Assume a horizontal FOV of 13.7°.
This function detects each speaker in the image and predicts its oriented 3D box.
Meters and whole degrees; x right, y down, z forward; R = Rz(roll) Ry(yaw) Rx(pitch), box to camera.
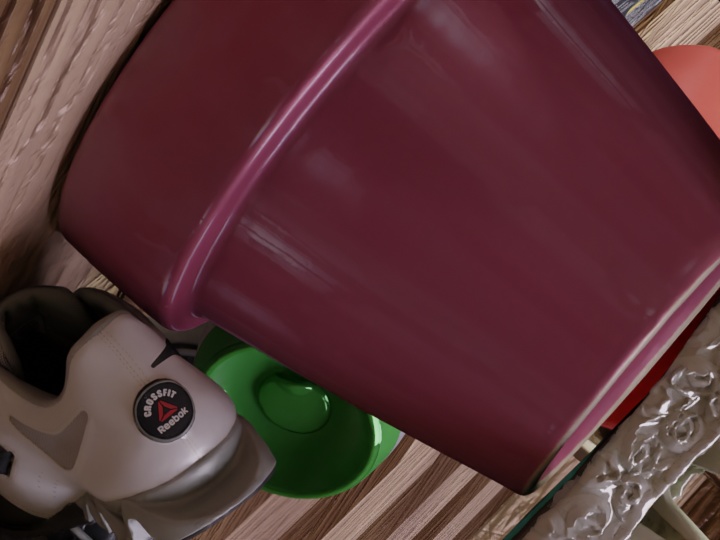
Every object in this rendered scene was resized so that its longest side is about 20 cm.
[{"bbox_3d":[0.000,0.000,1.158,0.089,0.088,0.200,-56,-175,38],"label":"speaker"}]

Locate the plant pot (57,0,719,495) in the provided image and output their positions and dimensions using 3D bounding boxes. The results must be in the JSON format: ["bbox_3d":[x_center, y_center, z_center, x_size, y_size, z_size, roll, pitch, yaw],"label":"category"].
[{"bbox_3d":[0.029,-0.030,1.000,0.200,0.179,0.200,-48,172,-9],"label":"plant pot"}]

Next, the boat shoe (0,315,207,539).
[{"bbox_3d":[-0.111,0.106,1.163,0.200,0.072,0.071,-51,-152,20],"label":"boat shoe"}]

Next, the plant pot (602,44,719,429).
[{"bbox_3d":[0.184,-0.028,1.797,0.177,0.200,0.201,-54,176,-39],"label":"plant pot"}]

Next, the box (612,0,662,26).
[{"bbox_3d":[0.126,-0.159,1.356,0.200,0.049,0.161,-41,170,-43],"label":"box"}]

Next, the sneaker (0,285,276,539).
[{"bbox_3d":[-0.100,0.042,1.039,0.074,0.089,0.200,-40,-167,-24],"label":"sneaker"}]

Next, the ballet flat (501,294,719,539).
[{"bbox_3d":[0.105,0.062,0.965,0.200,0.072,0.072,-50,171,8],"label":"ballet flat"}]

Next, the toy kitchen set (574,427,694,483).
[{"bbox_3d":[0.244,0.074,2.519,0.163,0.180,0.200,-48,171,-16],"label":"toy kitchen set"}]
